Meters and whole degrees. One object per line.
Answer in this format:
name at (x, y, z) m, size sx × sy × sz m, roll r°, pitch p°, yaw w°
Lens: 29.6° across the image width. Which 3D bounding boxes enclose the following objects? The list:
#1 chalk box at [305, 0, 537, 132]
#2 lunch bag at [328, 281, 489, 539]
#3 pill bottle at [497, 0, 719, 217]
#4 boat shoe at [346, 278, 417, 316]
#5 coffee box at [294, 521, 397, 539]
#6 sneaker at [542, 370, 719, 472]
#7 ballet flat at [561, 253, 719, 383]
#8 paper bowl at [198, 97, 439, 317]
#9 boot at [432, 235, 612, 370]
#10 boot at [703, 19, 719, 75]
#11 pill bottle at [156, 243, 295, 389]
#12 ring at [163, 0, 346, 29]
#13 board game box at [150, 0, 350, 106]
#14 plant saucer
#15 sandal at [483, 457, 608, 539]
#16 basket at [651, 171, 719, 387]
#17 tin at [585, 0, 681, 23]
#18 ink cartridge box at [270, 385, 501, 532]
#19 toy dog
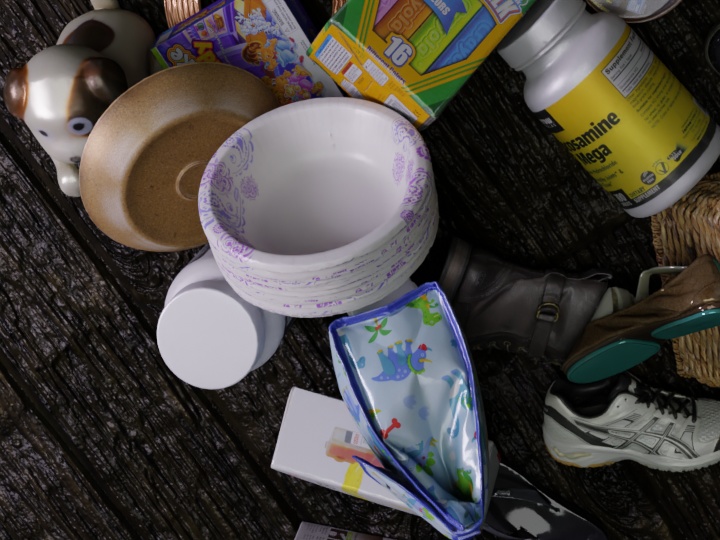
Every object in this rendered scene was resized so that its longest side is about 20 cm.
chalk box at (0.068, -0.232, 1.192) m, size 0.124 × 0.125 × 0.200 m, roll 41°, pitch 77°, yaw -5°
lunch bag at (0.053, 0.134, 1.161) m, size 0.126 × 0.170 × 0.201 m, roll -23°, pitch 77°, yaw -1°
pill bottle at (0.218, -0.152, 1.207) m, size 0.112 × 0.113 × 0.200 m, roll -42°, pitch 101°, yaw 19°
boat shoe at (0.000, 0.000, 1.283) m, size 0.070 × 0.064 × 0.201 m, roll -35°, pitch 98°, yaw 1°
coffee box at (0.021, 0.347, 1.424) m, size 0.198 × 0.080 × 0.116 m, roll 9°, pitch 109°, yaw 7°
sneaker at (0.272, 0.139, 1.308) m, size 0.198 × 0.076 × 0.088 m, roll -5°, pitch 122°, yaw 10°
ballet flat at (0.258, 0.039, 1.245) m, size 0.067 × 0.073 × 0.200 m, roll 11°, pitch 151°, yaw -32°
paper bowl at (-0.031, -0.045, 1.162) m, size 0.198 × 0.202 × 0.105 m, roll -4°, pitch 138°, yaw 11°
boot at (0.141, 0.068, 1.325) m, size 0.173 × 0.069 × 0.201 m, roll 18°, pitch 116°, yaw -4°
boot at (0.390, -0.143, 1.165) m, size 0.202 × 0.154 × 0.074 m, roll 29°, pitch 110°, yaw 0°
pill bottle at (-0.119, 0.030, 1.284) m, size 0.115 × 0.200 × 0.117 m, roll 3°, pitch 108°, yaw 9°
ring at (-0.088, -0.255, 1.286) m, size 0.198 × 0.019 × 0.203 m, roll 3°, pitch 107°, yaw 9°
board game box at (-0.083, -0.162, 1.277) m, size 0.134 × 0.045 × 0.201 m, roll -26°, pitch 114°, yaw 18°
plant saucer at (-0.150, -0.090, 1.218) m, size 0.199 × 0.036 × 0.202 m, roll -18°, pitch 134°, yaw -19°
sandal at (0.161, 0.245, 1.386) m, size 0.199 × 0.043 × 0.077 m, roll 23°, pitch 110°, yaw 2°
basket at (0.374, 0.005, 1.264) m, size 0.142 × 0.149 × 0.202 m, roll -19°, pitch 105°, yaw -18°
tin at (0.255, -0.319, 1.196) m, size 0.111 × 0.042 × 0.202 m, roll 18°, pitch 110°, yaw 0°
ink cartridge box at (0.028, 0.185, 1.319) m, size 0.198 × 0.145 × 0.084 m, roll 15°, pitch 80°, yaw 13°
toy dog at (-0.237, -0.164, 1.244) m, size 0.138 × 0.200 × 0.196 m, roll 5°, pitch 109°, yaw 8°
